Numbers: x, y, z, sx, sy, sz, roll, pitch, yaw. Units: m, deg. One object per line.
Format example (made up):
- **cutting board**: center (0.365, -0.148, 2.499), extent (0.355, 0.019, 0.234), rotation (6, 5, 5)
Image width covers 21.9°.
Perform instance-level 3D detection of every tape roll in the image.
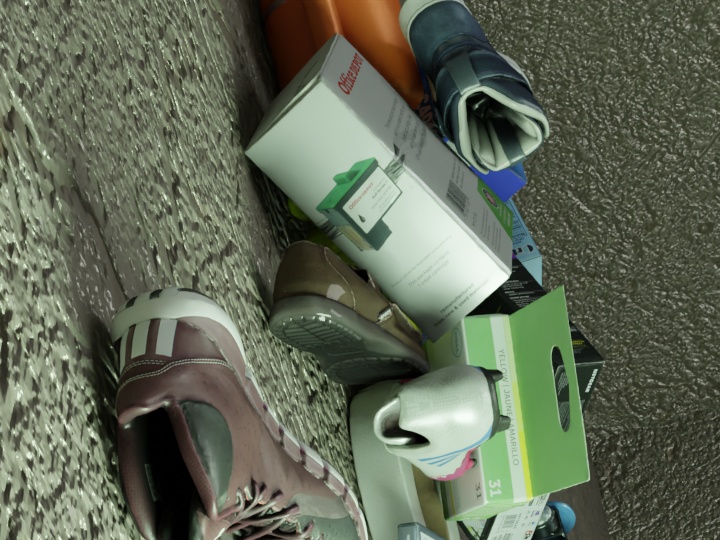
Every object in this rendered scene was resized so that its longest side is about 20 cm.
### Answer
- **tape roll**: center (0.040, 0.186, 1.440), extent (0.203, 0.037, 0.203), rotation (-18, 90, -81)

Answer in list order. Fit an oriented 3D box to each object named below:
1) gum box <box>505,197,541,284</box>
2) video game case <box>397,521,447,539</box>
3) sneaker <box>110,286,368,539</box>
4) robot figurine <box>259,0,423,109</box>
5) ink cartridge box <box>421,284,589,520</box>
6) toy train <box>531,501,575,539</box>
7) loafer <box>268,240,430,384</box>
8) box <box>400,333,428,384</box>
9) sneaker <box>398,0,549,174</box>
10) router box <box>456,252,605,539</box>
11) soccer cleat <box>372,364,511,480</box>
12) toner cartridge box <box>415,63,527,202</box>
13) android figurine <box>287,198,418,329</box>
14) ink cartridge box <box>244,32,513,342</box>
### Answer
- **gum box**: center (0.115, -0.025, 1.746), extent (0.170, 0.044, 0.200), rotation (84, -13, -50)
- **video game case**: center (0.062, 0.289, 1.305), extent (0.143, 0.019, 0.201), rotation (42, 42, -62)
- **sneaker**: center (-0.063, 0.114, 0.861), extent (0.200, 0.076, 0.116), rotation (57, 21, -28)
- **robot figurine**: center (-0.017, -0.184, 1.529), extent (0.144, 0.116, 0.201), rotation (-4, 74, -45)
- **ink cartridge box**: center (0.104, 0.103, 1.389), extent (0.200, 0.048, 0.146), rotation (137, -52, -69)
- **toy train**: center (0.168, 0.305, 1.772), extent (0.087, 0.114, 0.200), rotation (-101, 170, -53)
- **loafer**: center (-0.001, 0.029, 1.282), extent (0.200, 0.073, 0.071), rotation (44, 43, -64)
- **box**: center (0.053, 0.023, 1.624), extent (0.095, 0.102, 0.200), rotation (-90, 163, -63)
- **sneaker**: center (0.108, -0.121, 1.486), extent (0.202, 0.077, 0.146), rotation (42, 16, -53)
- **router box**: center (0.111, 0.108, 1.515), extent (0.149, 0.051, 0.200), rotation (53, -45, 43)
- **soccer cleat**: center (0.046, 0.108, 1.330), extent (0.200, 0.086, 0.070), rotation (114, -31, -71)
- **toner cartridge box**: center (0.088, -0.149, 1.671), extent (0.095, 0.043, 0.200), rotation (34, 28, -31)
- **android figurine**: center (0.000, 0.000, 1.449), extent (0.182, 0.041, 0.200), rotation (59, 17, -23)
- **ink cartridge box**: center (0.018, -0.064, 1.372), extent (0.200, 0.084, 0.146), rotation (45, 17, -10)
